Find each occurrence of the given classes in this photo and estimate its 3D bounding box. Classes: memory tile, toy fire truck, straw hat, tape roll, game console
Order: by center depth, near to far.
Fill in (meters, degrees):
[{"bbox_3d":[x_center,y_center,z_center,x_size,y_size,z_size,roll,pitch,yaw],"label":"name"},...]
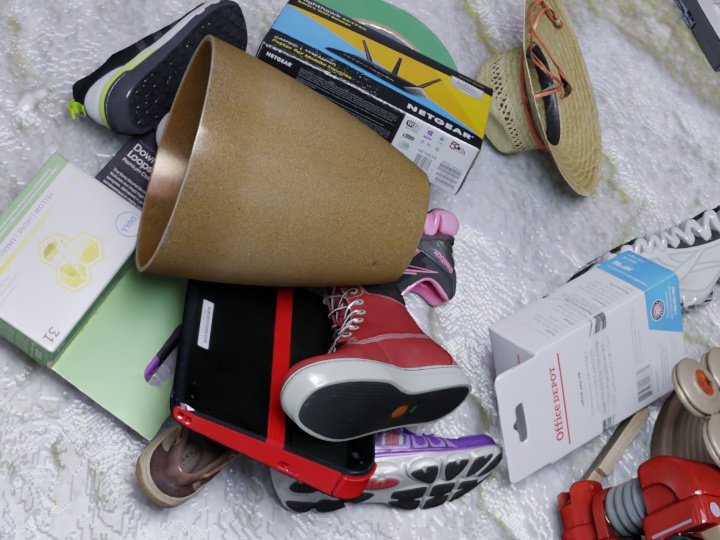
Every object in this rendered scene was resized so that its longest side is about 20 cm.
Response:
[{"bbox_3d":[-0.065,0.079,1.247,0.176,0.031,0.201,24,35,-18],"label":"game console"},{"bbox_3d":[0.332,0.151,1.267,0.153,0.017,0.201,-9,68,-50],"label":"memory tile"},{"bbox_3d":[0.234,0.191,1.288,0.128,0.176,0.202,14,54,-39],"label":"toy fire truck"},{"bbox_3d":[-0.005,-0.152,1.429,0.198,0.048,0.202,6,65,-13],"label":"tape roll"},{"bbox_3d":[0.150,-0.158,1.450,0.084,0.201,0.203,-12,64,25],"label":"straw hat"}]

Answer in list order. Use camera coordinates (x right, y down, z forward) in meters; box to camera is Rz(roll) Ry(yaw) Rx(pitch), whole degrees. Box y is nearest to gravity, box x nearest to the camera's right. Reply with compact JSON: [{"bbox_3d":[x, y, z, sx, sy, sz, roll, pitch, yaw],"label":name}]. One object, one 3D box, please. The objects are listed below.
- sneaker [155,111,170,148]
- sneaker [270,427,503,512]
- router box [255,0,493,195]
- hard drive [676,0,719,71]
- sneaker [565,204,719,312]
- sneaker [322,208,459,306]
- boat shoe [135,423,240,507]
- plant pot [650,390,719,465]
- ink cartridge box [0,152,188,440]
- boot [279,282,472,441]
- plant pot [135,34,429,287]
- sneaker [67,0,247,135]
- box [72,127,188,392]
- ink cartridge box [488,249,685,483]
[{"bbox_3d":[-0.075,-0.106,1.330,0.198,0.073,0.073,10,80,-1],"label":"sneaker"},{"bbox_3d":[0.023,0.145,1.296,0.198,0.081,0.084,1,55,-18],"label":"sneaker"},{"bbox_3d":[0.011,-0.154,1.338,0.199,0.051,0.149,26,27,-4],"label":"router box"},{"bbox_3d":[0.415,-0.296,1.611,0.199,0.038,0.141,-20,73,-21],"label":"hard drive"},{"bbox_3d":[0.275,0.004,1.429,0.199,0.075,0.082,-20,85,-20],"label":"sneaker"},{"bbox_3d":[0.000,0.000,1.351,0.198,0.079,0.096,-4,83,-23],"label":"sneaker"},{"bbox_3d":[-0.097,0.108,1.262,0.072,0.072,0.200,50,50,-2],"label":"boat shoe"},{"bbox_3d":[0.361,0.162,1.370,0.199,0.093,0.203,6,65,-12],"label":"plant pot"},{"bbox_3d":[-0.208,0.019,1.263,0.199,0.048,0.146,34,63,3],"label":"ink cartridge box"},{"bbox_3d":[-0.015,0.055,1.234,0.199,0.072,0.145,2,46,-52],"label":"boot"},{"bbox_3d":[-0.054,-0.062,1.227,0.198,0.186,0.188,17,64,-17],"label":"plant pot"},{"bbox_3d":[-0.180,-0.188,1.382,0.082,0.072,0.200,15,38,31],"label":"sneaker"},{"bbox_3d":[-0.186,-0.012,1.327,0.143,0.036,0.200,37,64,2],"label":"box"},{"bbox_3d":[0.179,0.080,1.335,0.199,0.117,0.067,-26,34,-23],"label":"ink cartridge box"}]
